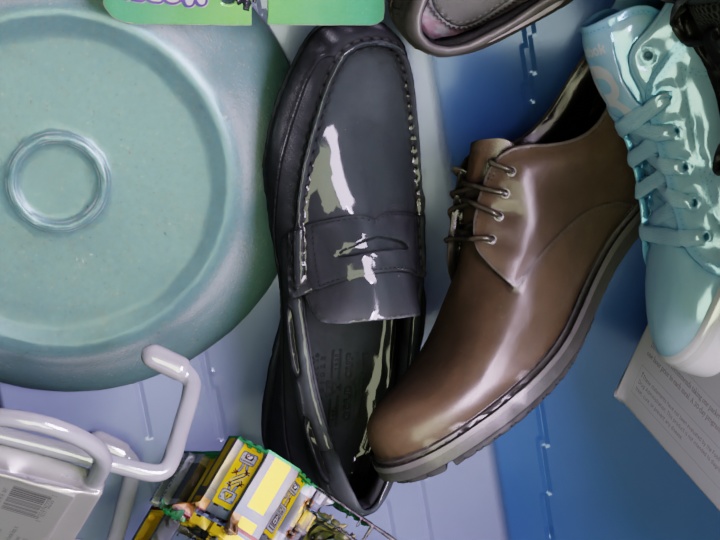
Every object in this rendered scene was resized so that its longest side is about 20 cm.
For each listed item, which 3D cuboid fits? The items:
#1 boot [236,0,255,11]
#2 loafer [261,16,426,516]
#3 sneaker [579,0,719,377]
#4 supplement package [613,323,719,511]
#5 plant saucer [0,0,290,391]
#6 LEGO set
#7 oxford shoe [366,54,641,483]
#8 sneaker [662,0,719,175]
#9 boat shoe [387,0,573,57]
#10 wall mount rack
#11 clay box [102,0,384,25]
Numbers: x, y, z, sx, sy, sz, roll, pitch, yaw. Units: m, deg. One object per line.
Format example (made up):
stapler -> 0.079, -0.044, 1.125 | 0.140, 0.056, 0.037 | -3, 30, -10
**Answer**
boot -> -0.072, -0.208, 1.068 | 0.200, 0.076, 0.168 | 33, 97, -18
loafer -> 0.000, 0.000, 1.190 | 0.068, 0.070, 0.201 | -7, 113, -28
sneaker -> 0.114, -0.063, 1.120 | 0.082, 0.074, 0.201 | 8, 85, -18
supplement package -> 0.232, 0.020, 1.126 | 0.147, 0.191, 0.201 | 14, 110, -30
plant saucer -> -0.120, -0.040, 1.200 | 0.199, 0.036, 0.201 | 0, 108, 0
LEGO set -> -0.026, 0.159, 1.204 | 0.200, 0.154, 0.116 | 36, 76, -23
oxford shoe -> 0.055, -0.007, 1.165 | 0.084, 0.073, 0.200 | 44, 70, -23
sneaker -> 0.137, -0.071, 1.051 | 0.114, 0.076, 0.200 | 18, 79, -20
boat shoe -> 0.098, -0.145, 1.156 | 0.200, 0.057, 0.067 | -35, 106, 10
wall mount rack -> -0.161, 0.054, 1.181 | 0.173, 0.200, 0.075 | 17, 66, -10
clay box -> -0.043, -0.195, 1.140 | 0.114, 0.048, 0.201 | 1, 107, -2
